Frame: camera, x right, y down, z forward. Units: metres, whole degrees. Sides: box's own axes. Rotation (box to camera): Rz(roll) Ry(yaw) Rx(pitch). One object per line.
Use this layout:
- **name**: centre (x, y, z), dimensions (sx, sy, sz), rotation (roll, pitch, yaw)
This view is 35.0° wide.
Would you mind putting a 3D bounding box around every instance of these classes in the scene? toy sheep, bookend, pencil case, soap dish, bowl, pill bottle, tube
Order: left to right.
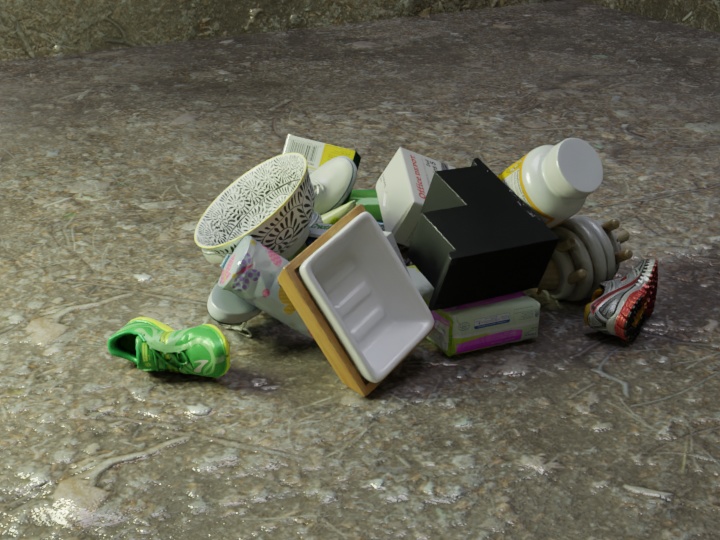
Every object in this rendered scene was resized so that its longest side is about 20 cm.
- **bowl**: centre (-0.134, -0.070, 1.656), dimensions (0.200, 0.094, 0.201), rotation (-30, 27, 17)
- **pencil case**: centre (-0.095, 0.032, 1.557), dimensions (0.199, 0.084, 0.091), rotation (31, 1, -17)
- **tube**: centre (-0.091, -0.047, 1.832), dimensions (0.198, 0.052, 0.058), rotation (-22, -12, -12)
- **soap dish**: centre (-0.007, 0.039, 1.492), dimensions (0.157, 0.201, 0.081), rotation (-41, 17, -35)
- **bookend**: centre (0.136, -0.056, 1.605), dimensions (0.198, 0.093, 0.199), rotation (-11, 46, -34)
- **pill bottle**: centre (0.262, -0.115, 1.680), dimensions (0.112, 0.114, 0.200), rotation (-15, -11, -32)
- **toy sheep**: centre (0.333, -0.021, 1.729), dimensions (0.198, 0.139, 0.138), rotation (-17, 27, -24)

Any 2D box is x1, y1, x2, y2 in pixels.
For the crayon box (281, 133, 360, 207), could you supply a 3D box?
- **crayon box**: centre (-0.087, -0.115, 1.910), dimensions (0.126, 0.202, 0.051), rotation (15, -6, 13)

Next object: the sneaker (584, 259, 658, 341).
- **sneaker**: centre (0.384, 0.032, 1.670), dimensions (0.081, 0.079, 0.200), rotation (12, 25, 26)

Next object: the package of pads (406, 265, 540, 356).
- **package of pads**: centre (0.141, 0.049, 1.648), dimensions (0.153, 0.069, 0.200), rotation (-10, 24, -24)

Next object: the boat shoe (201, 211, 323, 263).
- **boat shoe**: centre (-0.160, -0.068, 1.774), dimensions (0.199, 0.072, 0.070), rotation (-14, 33, 10)

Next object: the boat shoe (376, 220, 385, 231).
- **boat shoe**: centre (0.067, -0.067, 1.886), dimensions (0.198, 0.069, 0.084), rotation (4, -9, 7)

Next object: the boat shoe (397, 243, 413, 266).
- **boat shoe**: centre (0.067, -0.013, 1.787), dimensions (0.198, 0.073, 0.072), rotation (-8, 28, -19)

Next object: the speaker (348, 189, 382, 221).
- **speaker**: centre (0.003, -0.097, 1.972), dimensions (0.198, 0.089, 0.089), rotation (0, 23, 0)

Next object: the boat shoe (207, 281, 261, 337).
- **boat shoe**: centre (-0.175, 0.052, 1.630), dimensions (0.074, 0.087, 0.202), rotation (26, 22, 2)

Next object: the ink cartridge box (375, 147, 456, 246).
- **ink cartridge box**: centre (0.136, -0.094, 1.803), dimensions (0.198, 0.084, 0.146), rotation (17, 36, -23)

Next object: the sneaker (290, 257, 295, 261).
- **sneaker**: centre (-0.075, -0.021, 1.785), dimensions (0.078, 0.091, 0.199), rotation (20, 31, 40)

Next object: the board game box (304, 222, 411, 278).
- **board game box**: centre (0.000, 0.000, 1.633), dimensions (0.034, 0.127, 0.199), rotation (-35, 24, -26)

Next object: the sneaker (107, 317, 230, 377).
- **sneaker**: centre (-0.252, 0.110, 1.506), dimensions (0.198, 0.075, 0.083), rotation (4, 19, 34)

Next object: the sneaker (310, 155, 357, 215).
- **sneaker**: centre (-0.088, -0.111, 1.846), dimensions (0.073, 0.200, 0.071), rotation (48, 3, 14)
